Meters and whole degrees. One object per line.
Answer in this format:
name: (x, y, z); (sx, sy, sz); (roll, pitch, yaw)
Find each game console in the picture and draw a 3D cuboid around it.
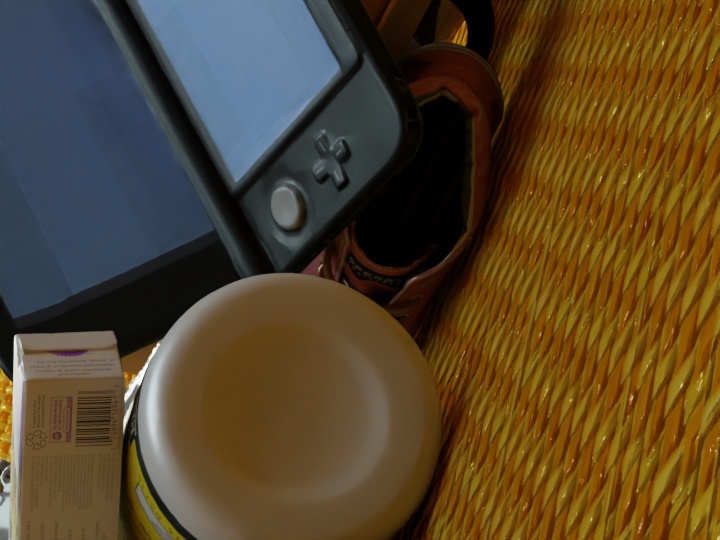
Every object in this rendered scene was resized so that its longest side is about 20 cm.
game console: (-0.098, -0.082, 1.103); (0.118, 0.200, 0.171); (-14, -22, -43)

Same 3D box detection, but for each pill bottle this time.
pill bottle: (-0.043, 0.084, 1.072); (0.200, 0.112, 0.113); (122, 167, -66)

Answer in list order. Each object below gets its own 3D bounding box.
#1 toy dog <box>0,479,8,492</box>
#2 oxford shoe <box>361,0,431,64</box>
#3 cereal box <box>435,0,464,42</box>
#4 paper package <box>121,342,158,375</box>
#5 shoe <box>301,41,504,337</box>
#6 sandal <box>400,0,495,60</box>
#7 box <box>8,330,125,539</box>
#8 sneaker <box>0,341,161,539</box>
toy dog: (-0.154, 0.180, 1.500); (0.140, 0.194, 0.200); (-54, 6, 26)
oxford shoe: (-0.038, -0.066, 1.174); (0.200, 0.071, 0.071); (-59, 5, 28)
cereal box: (-0.005, -0.121, 1.353); (0.144, 0.039, 0.200); (-57, -16, -6)
paper package: (-0.099, -0.010, 1.578); (0.200, 0.190, 0.104); (121, 164, -67)
shoe: (0.000, 0.000, 1.158); (0.091, 0.071, 0.200); (-68, 4, -76)
sandal: (0.033, -0.116, 1.294); (0.080, 0.057, 0.201); (-45, -15, -34)
box: (-0.115, 0.119, 1.048); (0.039, 0.041, 0.200); (-113, 25, -62)
sneaker: (-0.143, 0.107, 1.341); (0.200, 0.082, 0.075); (-56, -15, 3)
